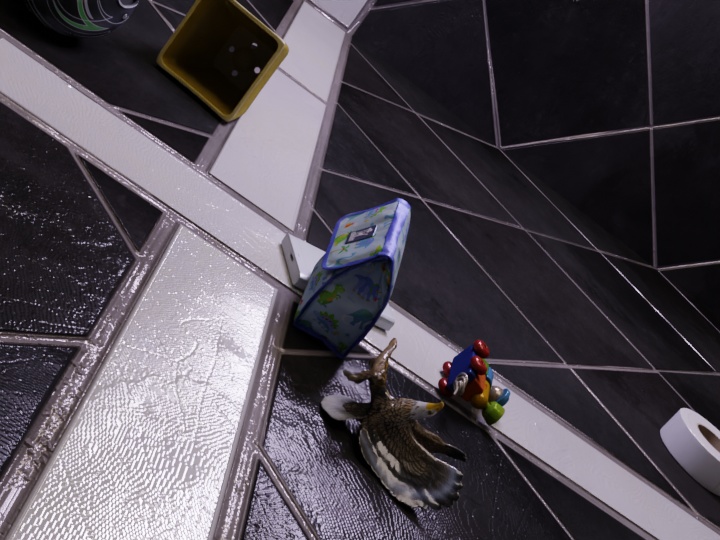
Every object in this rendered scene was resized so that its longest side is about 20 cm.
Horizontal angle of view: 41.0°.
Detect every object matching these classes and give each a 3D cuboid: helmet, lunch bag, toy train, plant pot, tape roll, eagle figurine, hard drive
[{"bbox_3d":[-0.495,-0.505,1.691,0.197,0.192,0.201,1,46,-1],"label":"helmet"},{"bbox_3d":[0.000,0.000,1.448,0.127,0.200,0.171,35,33,-12],"label":"lunch bag"},{"bbox_3d":[0.191,0.206,1.573,0.116,0.084,0.200,51,19,-7],"label":"toy train"},{"bbox_3d":[-0.260,-0.438,1.971,0.195,0.195,0.200,39,12,2],"label":"plant pot"},{"bbox_3d":[0.767,0.404,2.146,0.202,0.071,0.203,35,21,-15],"label":"tape roll"},{"bbox_3d":[0.058,0.214,1.295,0.151,0.150,0.202,-30,103,-27],"label":"eagle figurine"},{"bbox_3d":[-0.038,0.019,1.625,0.199,0.026,0.132,27,24,-29],"label":"hard drive"}]
